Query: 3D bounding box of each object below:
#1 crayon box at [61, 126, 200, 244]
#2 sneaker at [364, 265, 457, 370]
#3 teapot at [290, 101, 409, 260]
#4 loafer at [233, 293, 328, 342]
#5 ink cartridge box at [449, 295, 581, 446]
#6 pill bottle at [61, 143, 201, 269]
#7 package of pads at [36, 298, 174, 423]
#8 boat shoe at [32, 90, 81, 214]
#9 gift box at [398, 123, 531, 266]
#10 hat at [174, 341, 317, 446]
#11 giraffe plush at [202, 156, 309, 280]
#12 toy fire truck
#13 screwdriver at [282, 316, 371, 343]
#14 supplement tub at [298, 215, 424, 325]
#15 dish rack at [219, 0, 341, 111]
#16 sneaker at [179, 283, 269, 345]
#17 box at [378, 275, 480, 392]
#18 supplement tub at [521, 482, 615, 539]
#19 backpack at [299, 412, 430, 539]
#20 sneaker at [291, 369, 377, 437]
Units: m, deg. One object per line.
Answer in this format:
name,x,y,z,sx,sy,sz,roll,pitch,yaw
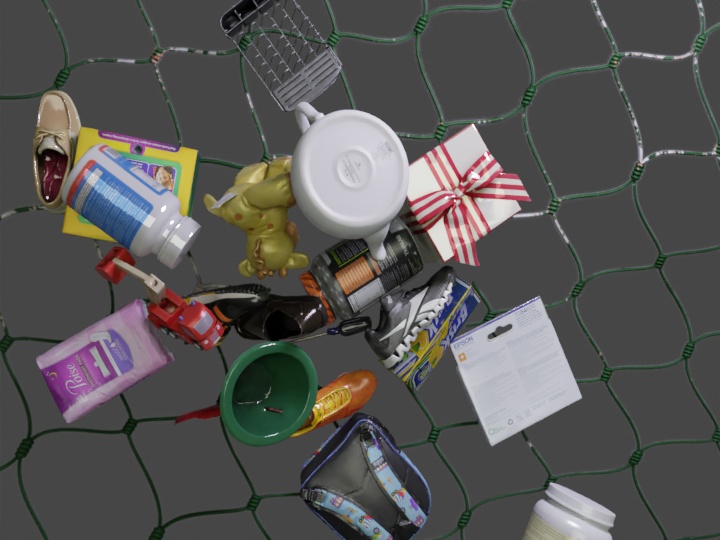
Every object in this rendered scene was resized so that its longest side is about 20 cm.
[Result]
crayon box,-0.380,-0.130,1.173,0.194,0.058,0.178,10,89,-8
sneaker,0.079,0.061,1.162,0.090,0.066,0.201,39,88,-11
teapot,-0.025,-0.141,1.075,0.191,0.146,0.207,13,82,-10
loafer,-0.146,0.080,1.146,0.071,0.196,0.075,-33,107,-51
ink cartridge box,0.275,0.179,1.262,0.195,0.041,0.205,-24,92,-7
pill bottle,-0.352,-0.094,1.091,0.198,0.112,0.114,37,85,-6
package of pads,-0.419,0.146,1.154,0.197,0.076,0.123,-30,90,-7
boat shoe,-0.503,-0.199,1.153,0.071,0.066,0.207,-4,89,-7
gift box,0.161,-0.115,1.180,0.183,0.187,0.202,-37,92,-6
hat,-0.194,0.187,1.168,0.195,0.174,0.172,-5,100,-32
giraffe plush,-0.151,-0.076,1.162,0.199,0.170,0.166,-39,121,-36
toy fire truck,-0.310,0.042,1.080,0.049,0.196,0.143,-51,136,-26
screwdriver,-0.074,0.110,1.225,0.193,0.028,0.030,-9,60,-7
supplement tub,0.000,0.000,1.188,0.197,0.122,0.125,-31,93,-6
dish rack,-0.132,-0.389,1.213,0.152,0.055,0.202,-38,94,-6
sneaker,-0.225,0.077,1.154,0.195,0.070,0.093,-7,96,29
box,0.122,0.103,1.219,0.069,0.064,0.202,32,84,36
supplement tub,0.350,0.493,1.213,0.142,0.145,0.205,23,86,-6
backpack,0.014,0.367,1.176,0.200,0.134,0.183,45,84,-4
sneaker,-0.056,0.235,1.200,0.196,0.077,0.075,-28,91,-9
